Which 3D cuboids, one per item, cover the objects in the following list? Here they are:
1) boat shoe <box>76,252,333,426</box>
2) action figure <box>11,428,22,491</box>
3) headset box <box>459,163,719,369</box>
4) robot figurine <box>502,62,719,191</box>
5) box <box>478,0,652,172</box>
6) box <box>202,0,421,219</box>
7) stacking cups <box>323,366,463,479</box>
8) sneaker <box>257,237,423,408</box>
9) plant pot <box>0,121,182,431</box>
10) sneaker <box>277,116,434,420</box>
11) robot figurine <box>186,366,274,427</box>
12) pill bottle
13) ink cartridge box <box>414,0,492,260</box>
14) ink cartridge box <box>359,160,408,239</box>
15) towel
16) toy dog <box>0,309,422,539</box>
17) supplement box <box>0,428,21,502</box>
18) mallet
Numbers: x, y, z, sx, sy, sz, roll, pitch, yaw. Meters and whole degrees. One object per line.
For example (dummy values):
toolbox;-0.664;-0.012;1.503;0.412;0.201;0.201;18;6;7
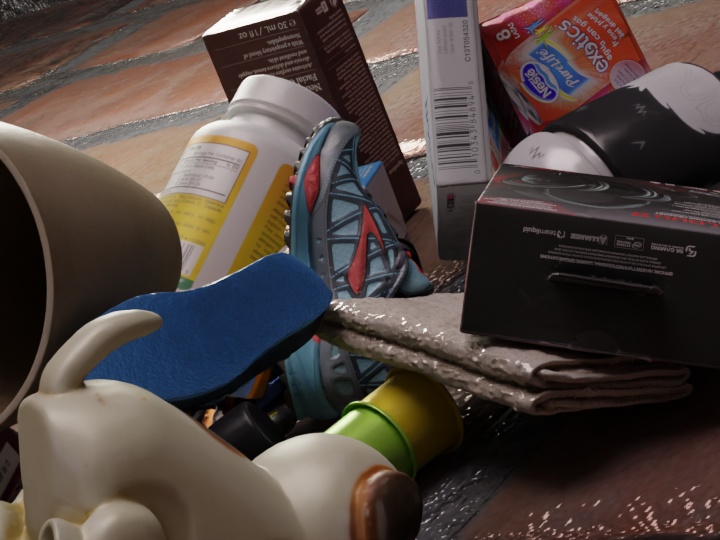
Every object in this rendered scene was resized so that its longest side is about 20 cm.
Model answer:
boat shoe;-0.088;0.053;1.170;0.200;0.084;0.069;-16;-31;-47
action figure;-0.225;0.128;1.388;0.200;0.069;0.130;-13;2;7
headset box;0.138;-0.005;1.198;0.149;0.077;0.200;8;9;7
robot figurine;0.182;-0.055;1.381;0.200;0.125;0.150;-27;-15;-19
box;0.142;-0.120;1.534;0.100;0.096;0.200;-23;-15;-4
box;-0.039;-0.121;1.733;0.100;0.200;0.075;-12;21;33
stacking cups;-0.032;0.123;1.180;0.200;0.061;0.060;-32;19;-34
sneaker;-0.036;0.039;1.429;0.111;0.077;0.200;3;34;42
plant pot;-0.193;-0.003;1.227;0.187;0.188;0.200;-13;-1;28
sneaker;0.000;0.000;1.372;0.095;0.200;0.079;2;-15;3
robot figurine;-0.122;0.085;1.305;0.145;0.058;0.200;4;44;13
pill bottle;-0.089;-0.035;1.532;0.113;0.113;0.200;-2;56;49
ink cartridge box;0.061;-0.115;1.459;0.043;0.197;0.200;-4;-19;-1
ink cartridge box;-0.075;-0.012;1.661;0.200;0.068;0.115;-15;18;20
towel;0.078;0.042;1.216;0.132;0.035;0.200;-1;11;-41
toy dog;-0.072;0.124;1.035;0.200;0.194;0.140;7;-13;-26
supplement box;-0.301;0.158;1.265;0.200;0.086;0.110;-38;12;17
mallet;-0.067;0.103;1.192;0.066;0.041;0.200;-40;-3;1
